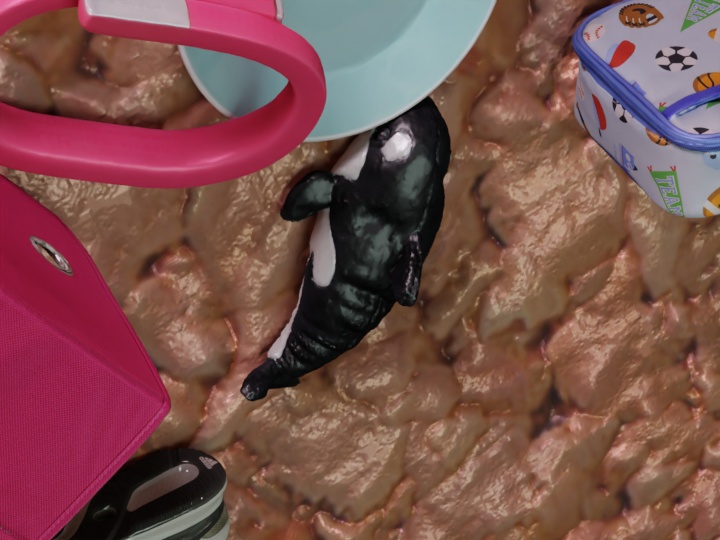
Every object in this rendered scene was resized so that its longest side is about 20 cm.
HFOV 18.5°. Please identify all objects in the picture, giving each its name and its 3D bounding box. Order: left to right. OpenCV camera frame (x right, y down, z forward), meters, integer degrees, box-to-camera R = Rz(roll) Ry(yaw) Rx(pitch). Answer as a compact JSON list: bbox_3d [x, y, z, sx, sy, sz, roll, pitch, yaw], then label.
[{"bbox_3d":[-0.247,0.036,1.048,0.200,0.196,0.199,-46,130,5],"label":"fabric cube"},{"bbox_3d":[-0.161,0.192,1.286,0.199,0.076,0.116,-21,127,-21],"label":"sneaker"},{"bbox_3d":[-0.114,-0.095,1.106,0.199,0.038,0.144,8,147,-28],"label":"fitness band"},{"bbox_3d":[-0.011,-0.162,1.171,0.199,0.026,0.201,-15,128,-21],"label":"plate"},{"bbox_3d":[0.000,0.000,1.256,0.105,0.071,0.200,32,101,-41],"label":"orca plush"},{"bbox_3d":[0.232,-0.108,1.264,0.199,0.160,0.076,-19,129,-18],"label":"lunch bag"}]
